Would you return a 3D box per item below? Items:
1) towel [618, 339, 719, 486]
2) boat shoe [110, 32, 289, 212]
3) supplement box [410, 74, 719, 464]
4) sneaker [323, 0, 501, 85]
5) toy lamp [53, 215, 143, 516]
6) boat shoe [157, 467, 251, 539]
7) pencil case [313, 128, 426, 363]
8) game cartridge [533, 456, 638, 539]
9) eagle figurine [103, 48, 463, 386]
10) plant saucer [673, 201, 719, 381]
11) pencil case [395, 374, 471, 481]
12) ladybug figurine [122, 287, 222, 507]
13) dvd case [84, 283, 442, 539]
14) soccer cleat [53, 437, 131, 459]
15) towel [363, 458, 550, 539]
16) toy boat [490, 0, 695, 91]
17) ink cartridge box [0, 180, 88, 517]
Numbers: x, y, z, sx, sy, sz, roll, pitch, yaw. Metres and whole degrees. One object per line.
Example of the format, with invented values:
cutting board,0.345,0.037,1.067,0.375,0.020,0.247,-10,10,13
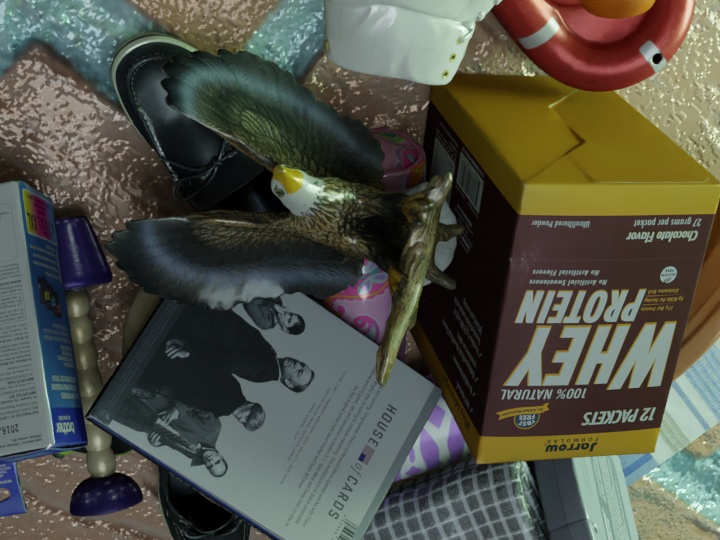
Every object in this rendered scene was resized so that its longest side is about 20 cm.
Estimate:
towel,0.269,0.090,1.039,0.200,0.024,0.147,-39,123,9
boat shoe,-0.096,-0.075,0.824,0.074,0.062,0.201,-31,120,4
supplement box,0.126,-0.008,0.842,0.132,0.198,0.201,-1,118,-14
sneaker,0.068,-0.173,0.709,0.198,0.074,0.116,-11,132,-16
toy lamp,-0.190,0.064,0.836,0.058,0.058,0.202,-8,93,-12
boat shoe,-0.121,0.174,0.947,0.074,0.066,0.201,-6,118,-10
pencil case,0.000,0.000,0.881,0.087,0.088,0.201,-3,119,-14
game cartridge,0.176,0.181,0.936,0.040,0.201,0.134,-22,127,17
eagle figurine,-0.039,-0.042,0.756,0.152,0.199,0.152,-51,148,-37
plant saucer,0.245,0.005,0.898,0.037,0.200,0.201,37,104,-1
pencil case,0.033,0.117,0.953,0.199,0.084,0.086,-15,109,-10
ladybug figurine,-0.093,0.084,0.859,0.135,0.072,0.201,-33,92,-22
dvd case,-0.060,0.089,0.817,0.199,0.025,0.151,35,71,-11
soccer cleat,-0.238,0.073,0.863,0.199,0.068,0.081,29,98,-26
towel,0.090,0.251,0.926,0.165,0.086,0.201,-24,88,20
toy boat,0.149,-0.197,0.782,0.130,0.131,0.200,-40,126,8
ink cartridge box,-0.255,0.058,0.769,0.135,0.076,0.202,-10,81,5
